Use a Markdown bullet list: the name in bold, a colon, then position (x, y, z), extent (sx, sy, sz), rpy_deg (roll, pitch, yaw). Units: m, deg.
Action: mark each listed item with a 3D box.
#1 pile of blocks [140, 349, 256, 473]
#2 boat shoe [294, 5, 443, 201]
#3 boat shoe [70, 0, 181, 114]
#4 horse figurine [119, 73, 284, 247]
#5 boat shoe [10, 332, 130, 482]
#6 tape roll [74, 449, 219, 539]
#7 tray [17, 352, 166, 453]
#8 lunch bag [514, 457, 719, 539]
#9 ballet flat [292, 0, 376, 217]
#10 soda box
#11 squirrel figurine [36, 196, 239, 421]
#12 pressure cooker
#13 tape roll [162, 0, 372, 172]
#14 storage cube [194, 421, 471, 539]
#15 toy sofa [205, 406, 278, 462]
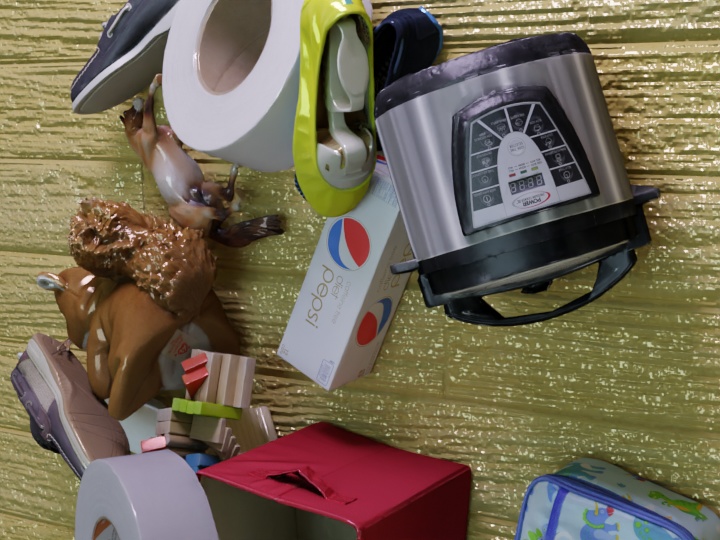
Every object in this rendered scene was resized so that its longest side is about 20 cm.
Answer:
- **pile of blocks**: position (-0.161, 0.159, 1.245), extent (0.082, 0.062, 0.201), rpy_deg (37, 108, 47)
- **boat shoe**: position (-0.010, -0.141, 1.166), extent (0.084, 0.069, 0.200), rpy_deg (39, 119, 22)
- **boat shoe**: position (-0.206, -0.220, 1.284), extent (0.200, 0.074, 0.060), rpy_deg (-38, 77, 30)
- **horse figurine**: position (-0.157, -0.092, 1.279), extent (0.200, 0.050, 0.133), rpy_deg (53, 143, 5)
- **boat shoe**: position (-0.278, 0.142, 1.304), extent (0.065, 0.072, 0.200), rpy_deg (-50, 50, 13)
- **tape roll**: position (-0.180, 0.254, 1.159), extent (0.200, 0.066, 0.201), rpy_deg (14, 107, 60)
- **tray**: position (-0.253, 0.139, 1.395), extent (0.199, 0.022, 0.108), rpy_deg (17, 144, 31)
- **lunch bag**: position (0.191, 0.261, 1.101), extent (0.160, 0.082, 0.201), rpy_deg (23, 110, 32)
- **ballet flat**: position (-0.015, -0.121, 1.063), extent (0.067, 0.067, 0.201), rpy_deg (-135, 38, -52)
- **soda box**: position (0.000, 0.000, 1.187), extent (0.064, 0.068, 0.201), rpy_deg (33, 116, 25)
- **squirrel figurine**: position (-0.218, 0.020, 1.310), extent (0.186, 0.141, 0.201), rpy_deg (30, 124, 41)
- **pressure cooker**: position (0.116, -0.061, 1.034), extent (0.176, 0.178, 0.201), rpy_deg (-16, 89, 48)
- **tape roll**: position (-0.081, -0.188, 1.159), extent (0.202, 0.071, 0.203), rpy_deg (-20, 62, 44)
- **storage cube**: position (-0.024, 0.248, 1.184), extent (0.170, 0.180, 0.201), rpy_deg (12, 105, 32)
- **toy sofa**: position (-0.144, 0.218, 1.332), extent (0.200, 0.097, 0.083), rpy_deg (-46, 48, 32)
